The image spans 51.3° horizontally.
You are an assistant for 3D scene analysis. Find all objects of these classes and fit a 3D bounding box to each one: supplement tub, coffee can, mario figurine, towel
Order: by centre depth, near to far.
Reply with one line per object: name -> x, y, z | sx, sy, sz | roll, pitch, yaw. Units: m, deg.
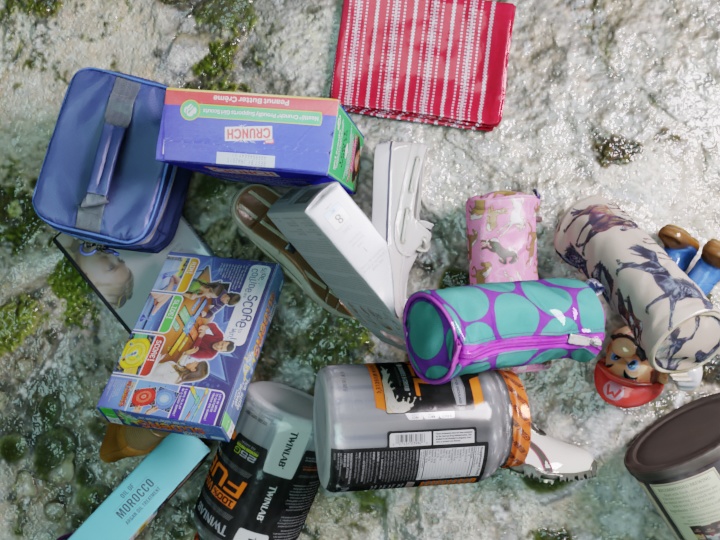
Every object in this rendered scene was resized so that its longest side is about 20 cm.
supplement tub -> 0.057, 0.151, 0.741 | 0.199, 0.123, 0.123 | -1, 92, -11
coffee can -> 0.388, 0.246, 0.762 | 0.146, 0.146, 0.200 | -33, 89, 7
mario figurine -> 0.305, 0.050, 0.781 | 0.106, 0.123, 0.200 | 27, 91, -7
supplement tub -> -0.109, 0.236, 0.836 | 0.122, 0.123, 0.200 | 22, 94, 6
towel -> 0.069, -0.241, 0.846 | 0.199, 0.022, 0.145 | 9, 93, 7

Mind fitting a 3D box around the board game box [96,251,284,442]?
board game box -> -0.172, 0.073, 0.790 | 0.135, 0.034, 0.200 | 7, 54, 13

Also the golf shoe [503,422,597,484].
golf shoe -> 0.165, 0.177, 0.825 | 0.200, 0.077, 0.088 | 14, 87, 6

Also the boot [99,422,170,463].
boot -> -0.219, 0.128, 0.866 | 0.071, 0.201, 0.144 | 46, 138, -16

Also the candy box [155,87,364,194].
candy box -> -0.093, -0.130, 0.780 | 0.169, 0.200, 0.077 | 7, 93, 7

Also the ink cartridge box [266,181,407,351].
ink cartridge box -> 0.000, 0.000, 0.760 | 0.047, 0.160, 0.200 | -45, 107, -12

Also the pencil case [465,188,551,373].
pencil case -> 0.161, 0.014, 0.813 | 0.086, 0.083, 0.201 | -3, 91, -3

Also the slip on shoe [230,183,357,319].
slip on shoe -> -0.066, -0.021, 0.856 | 0.200, 0.061, 0.076 | 38, 80, -14

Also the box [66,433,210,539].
box -> -0.255, 0.265, 0.829 | 0.049, 0.082, 0.200 | 41, 63, 3

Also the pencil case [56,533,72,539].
pencil case -> -0.333, 0.415, 0.881 | 0.085, 0.092, 0.201 | 10, 93, 44

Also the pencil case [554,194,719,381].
pencil case -> 0.271, 0.014, 0.741 | 0.078, 0.200, 0.090 | -13, 133, -12

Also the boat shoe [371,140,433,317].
boat shoe -> 0.049, -0.044, 0.835 | 0.066, 0.072, 0.201 | 0, 85, 10

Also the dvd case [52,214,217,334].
dvd case -> -0.257, -0.008, 0.898 | 0.143, 0.018, 0.200 | -41, 87, 6

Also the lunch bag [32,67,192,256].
lunch bag -> -0.267, -0.110, 0.819 | 0.136, 0.132, 0.200 | 13, 84, 0

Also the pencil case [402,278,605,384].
pencil case -> 0.138, 0.053, 0.698 | 0.200, 0.092, 0.085 | -4, 113, -31
